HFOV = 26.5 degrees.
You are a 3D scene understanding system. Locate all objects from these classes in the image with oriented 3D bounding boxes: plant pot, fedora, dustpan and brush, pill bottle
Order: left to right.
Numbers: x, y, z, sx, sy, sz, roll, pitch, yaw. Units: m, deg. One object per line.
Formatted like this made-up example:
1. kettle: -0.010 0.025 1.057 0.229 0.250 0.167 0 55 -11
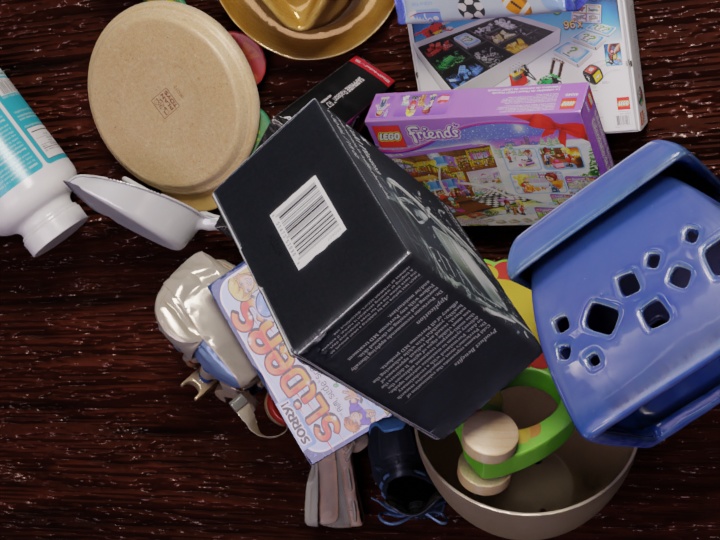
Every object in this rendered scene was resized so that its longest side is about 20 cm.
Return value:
1. pill bottle: -0.367 -0.113 1.571 0.111 0.111 0.200 -36 91 32
2. dustpan and brush: -0.180 -0.052 1.509 0.200 0.140 0.057 27 82 10
3. fedora: -0.054 -0.277 1.348 0.200 0.082 0.201 4 113 9
4. plant pot: 0.150 0.168 1.398 0.200 0.200 0.135 20 146 18
5. plant pot: 0.243 0.016 1.243 0.200 0.200 0.180 -36 69 16

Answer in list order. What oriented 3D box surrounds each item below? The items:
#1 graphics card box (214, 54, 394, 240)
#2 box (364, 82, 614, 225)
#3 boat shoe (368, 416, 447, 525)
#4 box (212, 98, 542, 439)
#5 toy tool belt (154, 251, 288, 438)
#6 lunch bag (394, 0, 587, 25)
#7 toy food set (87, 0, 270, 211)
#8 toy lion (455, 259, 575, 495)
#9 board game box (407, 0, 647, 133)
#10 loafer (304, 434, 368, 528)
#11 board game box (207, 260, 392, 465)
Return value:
1. graphics card box: -0.047 -0.106 1.363 0.051 0.200 0.126 36 120 5
2. box: 0.119 -0.099 1.346 0.200 0.039 0.137 0 139 26
3. boat shoe: 0.041 0.206 1.459 0.084 0.200 0.069 -16 59 11
4. box: 0.013 0.001 1.222 0.124 0.197 0.200 -41 47 12
5. toy tool belt: -0.126 0.081 1.543 0.200 0.125 0.123 49 163 3
6. lunch bag: 0.105 -0.316 1.254 0.170 0.124 0.200 -2 116 28
7. toy food set: -0.177 -0.168 1.493 0.200 0.049 0.198 41 121 7
8. toy lion: 0.123 0.078 1.351 0.200 0.192 0.069 48 152 34
9. board game box: 0.144 -0.179 1.338 0.200 0.035 0.126 -1 110 26
10. loafer: -0.018 0.177 1.546 0.063 0.072 0.200 9 122 5
11. board game box: -0.039 0.064 1.446 0.135 0.034 0.200 -34 84 19
